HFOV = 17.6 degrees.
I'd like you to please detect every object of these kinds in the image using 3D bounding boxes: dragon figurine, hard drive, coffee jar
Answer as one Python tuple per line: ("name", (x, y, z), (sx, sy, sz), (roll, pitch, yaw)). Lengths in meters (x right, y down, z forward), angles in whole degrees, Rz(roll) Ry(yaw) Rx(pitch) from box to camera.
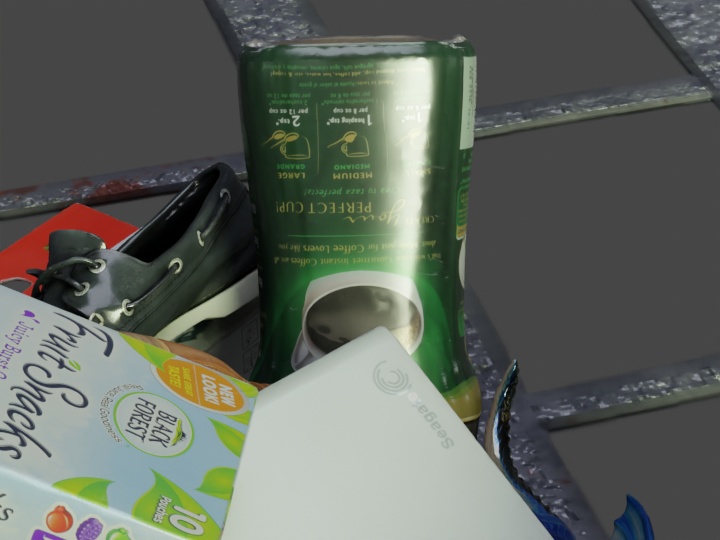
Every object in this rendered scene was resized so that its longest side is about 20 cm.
("dragon figurine", (0.086, 0.125, 0.924), (0.099, 0.059, 0.201), (5, 39, 6))
("hard drive", (-0.032, 0.115, 0.840), (0.199, 0.026, 0.132), (-28, 68, -29))
("coffee jar", (0.000, 0.000, 0.997), (0.103, 0.202, 0.085), (-1, 6, 0))

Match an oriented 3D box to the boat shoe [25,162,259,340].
("boat shoe", (-0.110, 0.008, 1.002), (0.199, 0.066, 0.074), (-31, 14, -37))

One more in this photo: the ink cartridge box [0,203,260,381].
("ink cartridge box", (-0.137, 0.023, 1.099), (0.173, 0.044, 0.200), (23, 41, 29))

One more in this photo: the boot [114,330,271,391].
("boot", (-0.113, 0.101, 0.937), (0.155, 0.200, 0.077), (19, 31, -39))

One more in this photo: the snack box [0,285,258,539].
("snack box", (-0.139, 0.046, 0.759), (0.199, 0.053, 0.142), (22, 19, -4))
